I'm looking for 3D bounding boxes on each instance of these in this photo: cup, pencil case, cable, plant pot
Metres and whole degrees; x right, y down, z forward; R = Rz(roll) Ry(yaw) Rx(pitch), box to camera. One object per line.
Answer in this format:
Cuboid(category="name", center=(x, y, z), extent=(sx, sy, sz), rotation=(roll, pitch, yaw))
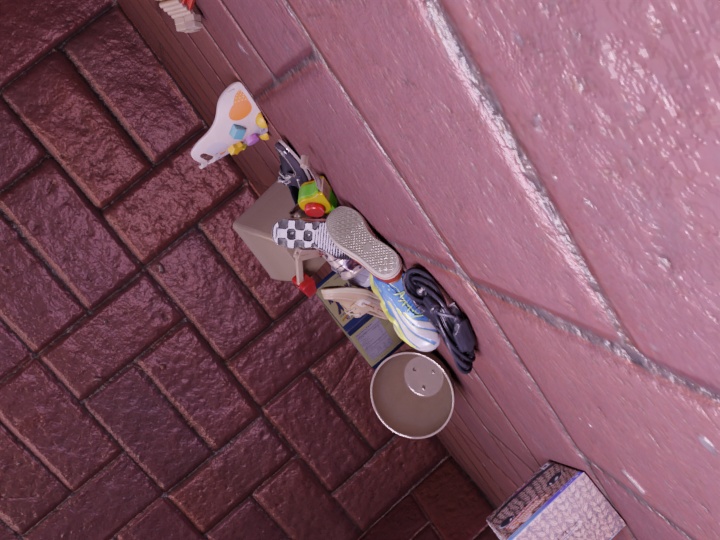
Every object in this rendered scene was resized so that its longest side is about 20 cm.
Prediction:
Cuboid(category="cup", center=(0.135, 0.270, 1.542), extent=(0.202, 0.200, 0.143), rotation=(51, -160, 4))
Cuboid(category="pencil case", center=(-0.061, -0.074, 1.400), extent=(0.201, 0.089, 0.078), rotation=(50, -159, -11))
Cuboid(category="cable", center=(0.128, 0.084, 1.069), extent=(0.163, 0.050, 0.201), rotation=(47, 172, 42))
Cuboid(category="plant pot", center=(-0.160, -0.092, 1.636), extent=(0.176, 0.200, 0.201), rotation=(22, 153, 51))

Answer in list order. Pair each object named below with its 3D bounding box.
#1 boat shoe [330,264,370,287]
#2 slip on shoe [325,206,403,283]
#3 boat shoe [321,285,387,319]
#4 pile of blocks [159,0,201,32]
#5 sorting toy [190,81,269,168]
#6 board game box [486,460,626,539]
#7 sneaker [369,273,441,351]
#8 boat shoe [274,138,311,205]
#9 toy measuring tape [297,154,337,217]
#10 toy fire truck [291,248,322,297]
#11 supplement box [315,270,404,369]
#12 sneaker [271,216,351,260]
Cuboid(category="boat shoe", center=(0.000, 0.000, 1.508), extent=(0.070, 0.073, 0.199), rotation=(27, -179, -26))
Cuboid(category="slip on shoe", center=(0.005, -0.044, 1.180), extent=(0.200, 0.074, 0.061), rotation=(43, 173, 32))
Cuboid(category="boat shoe", center=(-0.005, 0.073, 1.453), extent=(0.197, 0.067, 0.071), rotation=(11, 175, -42))
Cuboid(category="pile of blocks", center=(-0.340, -0.516, 1.188), extent=(0.061, 0.084, 0.200), rotation=(-2, 156, 24))
Cuboid(category="sorting toy", center=(-0.303, -0.301, 1.479), extent=(0.108, 0.179, 0.200), rotation=(51, 174, 0))
Cuboid(category="board game box", center=(0.307, 0.409, 1.066), extent=(0.097, 0.159, 0.200), rotation=(49, 173, 9))
Cuboid(category="sneaker", center=(0.073, 0.058, 1.210), extent=(0.201, 0.075, 0.106), rotation=(50, 173, 28))
Cuboid(category="boat shoe", center=(-0.145, -0.199, 1.427), extent=(0.073, 0.062, 0.201), rotation=(47, 171, 37))
Cuboid(category="toy measuring tape", center=(-0.099, -0.156, 1.250), extent=(0.074, 0.073, 0.200), rotation=(48, 177, 27))
Cuboid(category="toy fire truck", center=(-0.108, -0.049, 1.509), extent=(0.048, 0.140, 0.202), rotation=(35, 156, 34))
Cuboid(category="supplement box", center=(0.002, 0.117, 1.769), extent=(0.200, 0.133, 0.201), rotation=(46, 172, 42))
Cuboid(category="sneaker", center=(-0.073, -0.074, 1.313), extent=(0.195, 0.076, 0.089), rotation=(12, -166, 3))
